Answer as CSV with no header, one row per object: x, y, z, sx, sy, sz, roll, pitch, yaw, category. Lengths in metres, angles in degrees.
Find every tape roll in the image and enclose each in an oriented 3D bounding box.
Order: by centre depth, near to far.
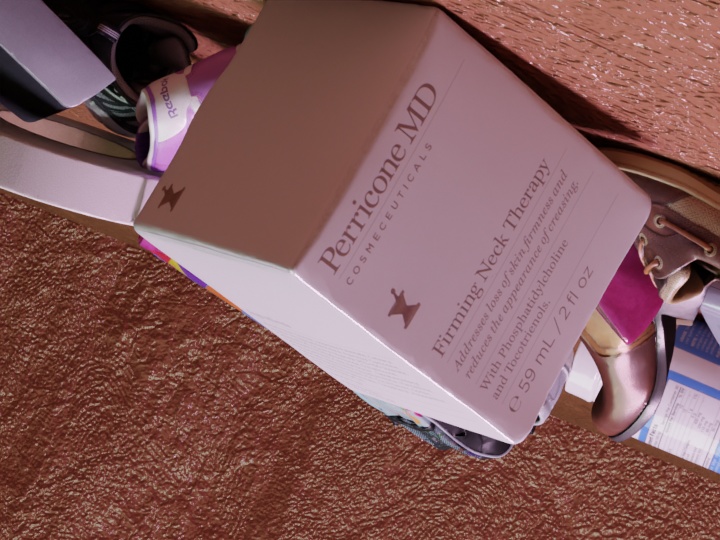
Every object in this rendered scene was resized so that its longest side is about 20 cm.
-0.207,-0.077,1.589,0.202,0.037,0.203,18,-173,-2,tape roll

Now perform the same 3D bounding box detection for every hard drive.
-0.259,-0.176,1.506,0.200,0.042,0.135,44,161,-16,hard drive

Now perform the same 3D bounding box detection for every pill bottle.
0.276,0.099,1.899,0.199,0.113,0.112,23,175,11,pill bottle

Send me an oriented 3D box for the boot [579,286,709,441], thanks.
0.119,0.023,1.553,0.199,0.069,0.189,16,139,0,boot

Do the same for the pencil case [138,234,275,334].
-0.076,-0.004,1.808,0.200,0.089,0.088,33,173,-7,pencil case

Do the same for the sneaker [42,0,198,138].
-0.149,-0.134,1.611,0.114,0.076,0.200,22,173,40,sneaker

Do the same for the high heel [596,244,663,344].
0.104,-0.030,1.448,0.199,0.096,0.067,22,175,11,high heel

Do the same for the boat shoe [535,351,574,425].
0.058,0.046,1.610,0.200,0.072,0.070,28,154,-17,boat shoe

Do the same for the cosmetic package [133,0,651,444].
0.018,-0.032,1.299,0.200,0.168,0.166,37,167,-35,cosmetic package

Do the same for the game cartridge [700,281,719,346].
0.319,0.052,1.671,0.133,0.041,0.200,18,173,18,game cartridge

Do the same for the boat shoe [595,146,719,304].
0.191,-0.015,1.349,0.199,0.072,0.072,22,174,25,boat shoe

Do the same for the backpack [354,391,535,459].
0.065,0.057,2.054,0.150,0.178,0.200,12,165,40,backpack

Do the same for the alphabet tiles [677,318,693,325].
0.158,0.020,1.813,0.166,0.006,0.200,5,-170,-22,alphabet tiles

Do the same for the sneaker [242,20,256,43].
-0.018,-0.088,1.436,0.200,0.078,0.091,51,177,-35,sneaker

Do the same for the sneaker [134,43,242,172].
-0.093,-0.092,1.569,0.114,0.073,0.201,-19,156,7,sneaker
